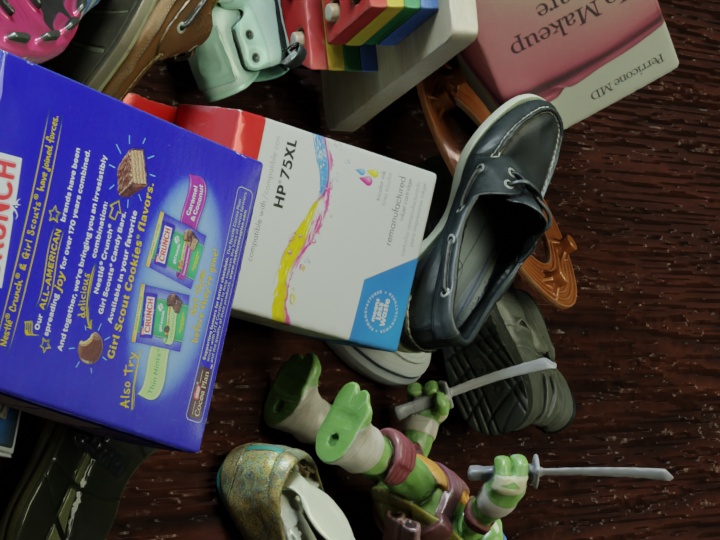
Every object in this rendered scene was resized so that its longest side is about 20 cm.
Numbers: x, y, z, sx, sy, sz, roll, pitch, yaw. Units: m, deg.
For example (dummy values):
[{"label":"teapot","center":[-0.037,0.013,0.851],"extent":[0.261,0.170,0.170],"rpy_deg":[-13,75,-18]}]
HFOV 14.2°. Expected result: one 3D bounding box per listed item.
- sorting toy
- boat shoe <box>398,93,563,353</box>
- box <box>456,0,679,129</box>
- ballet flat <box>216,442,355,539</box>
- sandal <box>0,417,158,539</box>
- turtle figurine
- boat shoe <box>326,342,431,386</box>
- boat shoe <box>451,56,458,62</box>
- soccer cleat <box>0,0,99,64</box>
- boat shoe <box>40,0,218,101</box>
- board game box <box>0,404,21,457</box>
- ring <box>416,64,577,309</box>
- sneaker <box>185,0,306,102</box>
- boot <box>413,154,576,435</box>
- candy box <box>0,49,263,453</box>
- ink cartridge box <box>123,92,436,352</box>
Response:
[{"label":"sorting toy","center":[-0.008,-0.211,1.827],"extent":[0.069,0.199,0.201],"rpy_deg":[0,76,-24]},{"label":"boat shoe","center":[0.087,-0.029,1.853],"extent":[0.200,0.066,0.075],"rpy_deg":[-53,126,-25]},{"label":"box","center":[0.111,-0.203,1.907],"extent":[0.200,0.128,0.109],"rpy_deg":[63,-3,-40]},{"label":"ballet flat","center":[-0.020,0.190,1.776],"extent":[0.200,0.071,0.071],"rpy_deg":[63,37,-20]},{"label":"sandal","center":[-0.154,0.090,1.635],"extent":[0.080,0.057,0.201],"rpy_deg":[52,58,-30]},{"label":"turtle figurine","center":[0.051,0.100,1.830],"extent":[0.194,0.200,0.144],"rpy_deg":[31,32,-38]},{"label":"boat shoe","center":[0.000,0.000,1.862],"extent":[0.200,0.067,0.074],"rpy_deg":[50,43,-33]},{"label":"boat shoe","center":[0.072,-0.186,2.029],"extent":[0.200,0.068,0.072],"rpy_deg":[23,104,-48]},{"label":"soccer cleat","center":[-0.193,-0.143,1.599],"extent":[0.070,0.086,0.200],"rpy_deg":[52,26,-7]},{"label":"boat shoe","center":[-0.116,-0.149,1.680],"extent":[0.068,0.072,0.200],"rpy_deg":[36,86,-37]},{"label":"board game box","center":[-0.220,-0.009,1.547],"extent":[0.126,0.035,0.201],"rpy_deg":[20,77,-51]},{"label":"ring","center":[0.099,-0.064,1.991],"extent":[0.201,0.019,0.201],"rpy_deg":[52,18,-24]},{"label":"sneaker","center":[-0.104,-0.167,1.758],"extent":[0.200,0.074,0.119],"rpy_deg":[6,68,-56]},{"label":"boot","center":[0.085,0.021,1.994],"extent":[0.131,0.068,0.201],"rpy_deg":[-2,74,-70]},{"label":"candy box","center":[-0.158,-0.008,1.530],"extent":[0.200,0.077,0.170],"rpy_deg":[24,75,-47]},{"label":"ink cartridge box","center":[-0.059,-0.028,1.734],"extent":[0.200,0.067,0.117],"rpy_deg":[16,85,-39]}]
